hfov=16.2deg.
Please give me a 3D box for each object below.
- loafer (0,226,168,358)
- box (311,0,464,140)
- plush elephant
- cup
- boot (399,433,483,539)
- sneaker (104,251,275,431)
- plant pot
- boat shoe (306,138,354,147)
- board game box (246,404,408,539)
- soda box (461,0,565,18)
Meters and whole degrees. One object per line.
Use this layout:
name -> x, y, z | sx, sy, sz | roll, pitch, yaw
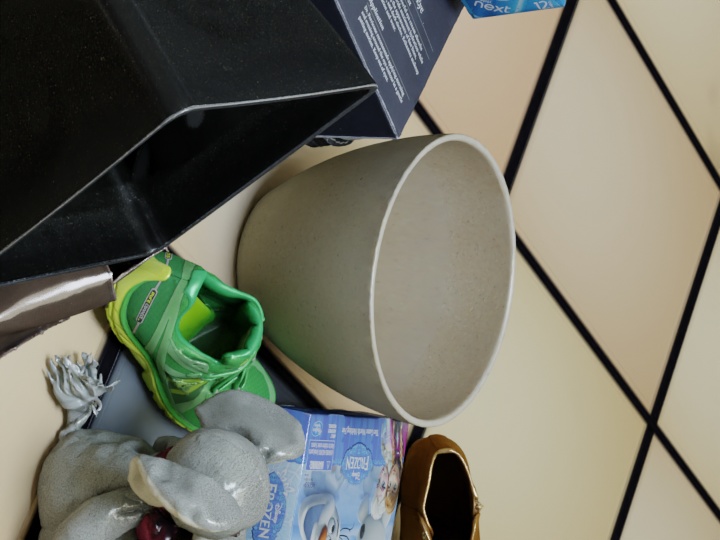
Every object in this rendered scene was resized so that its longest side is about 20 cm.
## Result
loafer -> -0.183, -0.005, 1.525 | 0.200, 0.071, 0.073 | -43, 131, -47
box -> -0.018, -0.217, 1.616 | 0.183, 0.104, 0.200 | -62, 142, -35
plush elephant -> -0.115, 0.150, 1.589 | 0.165, 0.154, 0.201 | -34, 125, -51
cup -> 0.000, 0.000, 1.760 | 0.200, 0.143, 0.201 | -17, 110, -56
boot -> 0.062, 0.226, 1.924 | 0.144, 0.070, 0.202 | -135, -141, -85
sneaker -> -0.099, 0.055, 1.663 | 0.200, 0.083, 0.074 | 54, 52, -53
plant pot -> -0.149, -0.120, 1.428 | 0.199, 0.200, 0.178 | -13, 71, -57
boat shoe -> -0.023, -0.185, 1.763 | 0.074, 0.060, 0.201 | 0, 82, -43
board game box -> -0.031, 0.198, 1.783 | 0.200, 0.043, 0.200 | 11, 89, -69
soda box -> 0.103, -0.266, 1.657 | 0.064, 0.068, 0.201 | 51, 41, -49
